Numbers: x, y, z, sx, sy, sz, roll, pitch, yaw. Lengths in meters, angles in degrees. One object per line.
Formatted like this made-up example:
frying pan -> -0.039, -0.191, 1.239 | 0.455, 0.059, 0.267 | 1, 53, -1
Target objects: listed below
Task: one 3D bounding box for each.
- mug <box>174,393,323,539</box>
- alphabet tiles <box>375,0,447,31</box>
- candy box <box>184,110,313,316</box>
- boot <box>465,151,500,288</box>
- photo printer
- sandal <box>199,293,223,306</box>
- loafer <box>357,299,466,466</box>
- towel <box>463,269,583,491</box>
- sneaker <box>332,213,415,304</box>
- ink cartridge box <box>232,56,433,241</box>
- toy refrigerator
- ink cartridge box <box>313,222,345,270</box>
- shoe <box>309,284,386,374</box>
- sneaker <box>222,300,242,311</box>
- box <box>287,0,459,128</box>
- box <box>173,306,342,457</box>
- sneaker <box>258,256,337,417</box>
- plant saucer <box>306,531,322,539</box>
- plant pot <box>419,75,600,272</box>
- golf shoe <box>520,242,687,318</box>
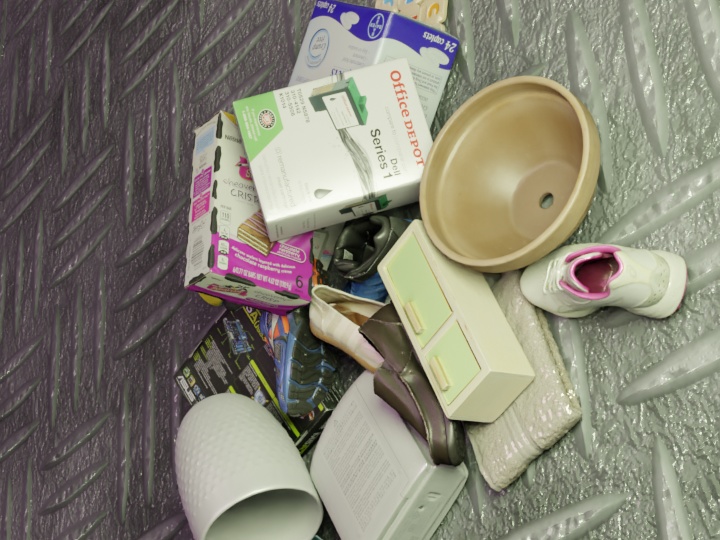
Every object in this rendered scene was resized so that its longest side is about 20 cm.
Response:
mug -> -0.139, 0.252, 1.629 | 0.201, 0.147, 0.176 | 88, 160, -44
alphabet tiles -> 0.044, -0.264, 1.745 | 0.195, 0.015, 0.201 | -15, 64, 53
candy box -> -0.121, -0.063, 1.575 | 0.061, 0.136, 0.201 | -28, 54, 46
boot -> 0.108, -0.074, 1.510 | 0.090, 0.073, 0.201 | -4, 73, 49
photo printer -> 0.022, 0.210, 1.514 | 0.167, 0.069, 0.200 | -60, 35, 20
sandal -> -0.147, -0.050, 1.746 | 0.079, 0.087, 0.201 | 17, 87, 22
loafer -> 0.051, 0.121, 1.435 | 0.071, 0.073, 0.200 | -23, 53, 2
towel -> 0.148, 0.104, 1.409 | 0.133, 0.034, 0.201 | -50, 40, 33
sneaker -> 0.000, -0.001, 1.603 | 0.200, 0.111, 0.077 | -37, 48, 43
ink cartridge box -> -0.024, -0.133, 1.521 | 0.084, 0.199, 0.147 | 93, 160, -77
toy refrigerator -> 0.090, 0.049, 1.403 | 0.076, 0.070, 0.200 | -51, 47, 32
ink cartridge box -> -0.089, -0.036, 1.790 | 0.116, 0.067, 0.201 | 30, 100, 56
shoe -> 0.019, 0.070, 1.531 | 0.199, 0.070, 0.054 | 23, 130, 34
sneaker -> -0.120, -0.050, 1.662 | 0.200, 0.079, 0.075 | -57, 11, -24
box -> 0.000, -0.210, 1.677 | 0.184, 0.105, 0.201 | 27, 100, 57
box -> -0.128, 0.148, 1.724 | 0.193, 0.047, 0.200 | -49, 62, 29
sneaker -> -0.078, 0.078, 1.630 | 0.078, 0.075, 0.201 | -24, 54, 39
plant saucer -> -0.070, 0.401, 1.603 | 0.200, 0.027, 0.201 | -30, 52, 47
plant pot -> 0.164, -0.084, 1.397 | 0.200, 0.093, 0.202 | -19, 58, 34
golf shoe -> 0.209, 0.002, 1.311 | 0.200, 0.091, 0.076 | -4, 74, 55
